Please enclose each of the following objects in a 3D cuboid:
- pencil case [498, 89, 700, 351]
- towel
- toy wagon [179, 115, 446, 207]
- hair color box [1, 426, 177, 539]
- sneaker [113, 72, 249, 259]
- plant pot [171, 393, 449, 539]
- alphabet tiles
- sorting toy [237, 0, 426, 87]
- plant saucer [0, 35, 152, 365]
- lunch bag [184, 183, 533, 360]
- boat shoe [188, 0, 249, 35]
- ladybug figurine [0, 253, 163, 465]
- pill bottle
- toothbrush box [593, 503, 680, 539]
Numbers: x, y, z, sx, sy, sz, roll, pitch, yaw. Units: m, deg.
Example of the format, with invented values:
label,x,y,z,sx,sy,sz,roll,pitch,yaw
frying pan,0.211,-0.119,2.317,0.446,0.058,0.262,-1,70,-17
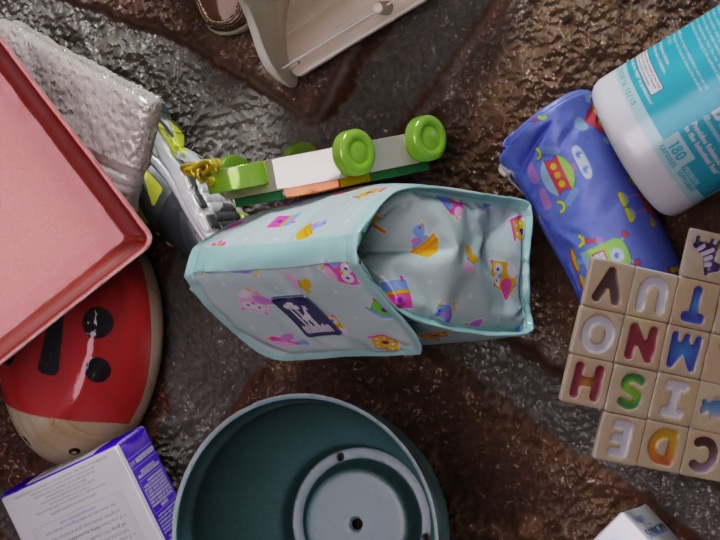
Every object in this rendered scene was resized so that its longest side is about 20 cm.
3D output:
label,x,y,z,sx,sy,sz,roll,pitch,yaw
pencil case,0.169,-0.028,1.498,0.086,0.078,0.201,-28,80,9
towel,-0.231,-0.103,1.609,0.199,0.034,0.134,28,111,38
toy wagon,-0.040,-0.073,1.506,0.155,0.199,0.040,-8,95,50
hair color box,-0.175,0.233,1.597,0.109,0.065,0.201,-24,92,17
sneaker,-0.155,-0.056,1.620,0.085,0.074,0.201,-43,67,19
plant pot,-0.019,0.189,1.527,0.199,0.134,0.202,-1,88,19
alphabet tiles,0.237,0.059,1.450,0.198,0.008,0.169,12,93,-18
sorting toy,-0.017,-0.233,1.514,0.199,0.180,0.107,-29,80,15
plant saucer,-0.284,-0.038,1.540,0.200,0.037,0.200,-38,88,-1
lunch bag,0.000,0.000,1.467,0.169,0.199,0.123,-3,87,41
boat shoe,-0.125,-0.280,1.607,0.074,0.075,0.204,-15,84,18
ladybug figurine,-0.223,0.054,1.633,0.135,0.072,0.202,6,90,19
pill bottle,0.267,-0.131,1.450,0.199,0.111,0.111,-32,79,16
toothbrush box,0.210,0.287,1.473,0.146,0.086,0.200,-46,74,12
